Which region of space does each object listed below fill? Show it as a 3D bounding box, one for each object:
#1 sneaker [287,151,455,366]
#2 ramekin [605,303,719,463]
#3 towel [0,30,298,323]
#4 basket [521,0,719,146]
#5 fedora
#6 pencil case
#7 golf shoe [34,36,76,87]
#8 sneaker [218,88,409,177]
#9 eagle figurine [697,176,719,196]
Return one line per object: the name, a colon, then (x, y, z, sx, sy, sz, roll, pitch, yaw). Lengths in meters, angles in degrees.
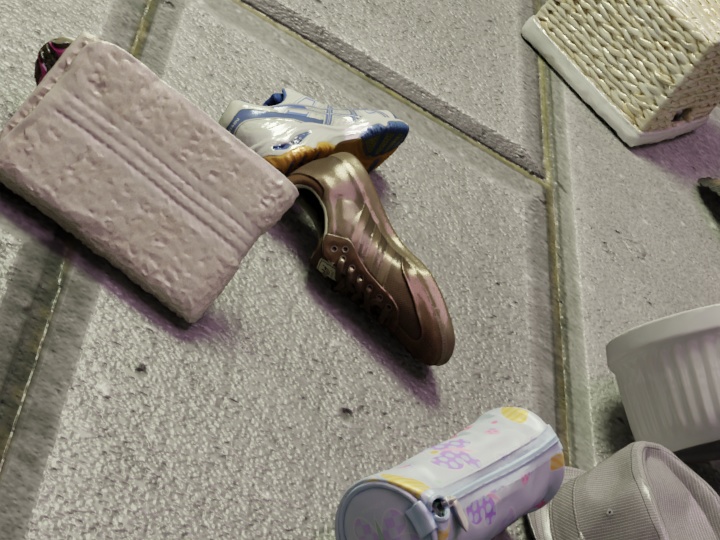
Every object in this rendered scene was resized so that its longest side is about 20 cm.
sneaker: (0.000, 0.000, 1.404, 0.075, 0.070, 0.200, -21, 67, -23)
ramekin: (0.312, 0.096, 1.467, 0.200, 0.200, 0.105, 5, 70, -43)
towel: (-0.160, -0.068, 1.269, 0.200, 0.034, 0.133, 39, 75, -4)
basket: (0.330, -0.272, 2.003, 0.200, 0.161, 0.198, 48, 33, 18)
fedora: (0.220, 0.200, 1.329, 0.177, 0.090, 0.200, 19, 36, -30)
pencil case: (0.066, 0.157, 1.226, 0.083, 0.091, 0.200, 48, 31, 15)
golf shoe: (-0.166, -0.105, 1.348, 0.200, 0.073, 0.092, 44, 25, -9)
sneaker: (-0.037, -0.124, 1.500, 0.088, 0.075, 0.200, 50, 32, 19)
eagle figurine: (0.468, -0.067, 1.919, 0.151, 0.151, 0.200, 9, 51, -25)
